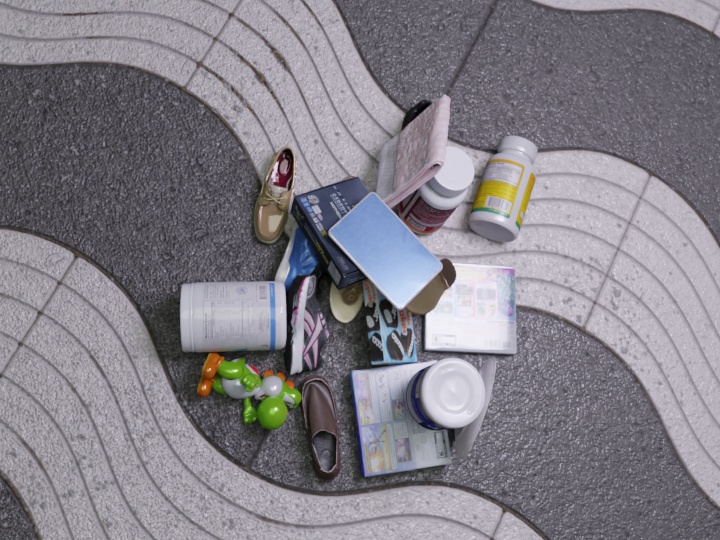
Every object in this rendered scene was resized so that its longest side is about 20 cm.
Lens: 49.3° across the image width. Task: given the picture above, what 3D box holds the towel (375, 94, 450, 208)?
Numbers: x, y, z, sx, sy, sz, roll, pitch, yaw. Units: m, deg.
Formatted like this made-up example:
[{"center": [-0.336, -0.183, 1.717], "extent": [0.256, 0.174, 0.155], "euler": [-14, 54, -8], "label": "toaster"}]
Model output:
[{"center": [0.099, -0.225, 1.522], "extent": [0.032, 0.190, 0.203], "euler": [33, 44, -25], "label": "towel"}]

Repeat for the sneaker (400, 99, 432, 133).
[{"center": [0.104, -0.270, 1.652], "extent": [0.074, 0.091, 0.205], "euler": [17, 77, -5], "label": "sneaker"}]

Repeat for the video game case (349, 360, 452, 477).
[{"center": [0.077, 0.291, 1.550], "extent": [0.177, 0.045, 0.205], "euler": [-5, 79, -11], "label": "video game case"}]

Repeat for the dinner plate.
[{"center": [0.213, 0.258, 1.499], "extent": [0.024, 0.200, 0.204], "euler": [20, 75, 0], "label": "dinner plate"}]

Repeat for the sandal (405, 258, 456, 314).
[{"center": [0.116, 0.042, 1.552], "extent": [0.211, 0.069, 0.079], "euler": [-33, 94, -51], "label": "sandal"}]

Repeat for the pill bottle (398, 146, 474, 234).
[{"center": [0.151, -0.159, 1.571], "extent": [0.107, 0.200, 0.112], "euler": [5, 69, -13], "label": "pill bottle"}]

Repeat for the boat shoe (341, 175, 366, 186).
[{"center": [-0.029, -0.102, 1.606], "extent": [0.070, 0.065, 0.204], "euler": [11, 57, -9], "label": "boat shoe"}]

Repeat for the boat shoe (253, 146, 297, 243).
[{"center": [-0.173, -0.158, 1.596], "extent": [0.072, 0.066, 0.205], "euler": [11, 77, -6], "label": "boat shoe"}]

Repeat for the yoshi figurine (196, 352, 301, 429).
[{"center": [-0.212, 0.239, 1.492], "extent": [0.196, 0.112, 0.115], "euler": [19, 91, -7], "label": "yoshi figurine"}]

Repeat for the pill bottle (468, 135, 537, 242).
[{"center": [0.305, -0.174, 1.651], "extent": [0.110, 0.113, 0.204], "euler": [21, 76, -4], "label": "pill bottle"}]

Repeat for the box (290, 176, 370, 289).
[{"center": [-0.022, -0.076, 1.516], "extent": [0.155, 0.051, 0.202], "euler": [-19, 64, -29], "label": "box"}]

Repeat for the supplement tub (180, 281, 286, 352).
[{"center": [-0.241, 0.088, 1.500], "extent": [0.195, 0.132, 0.136], "euler": [-1, 78, -8], "label": "supplement tub"}]

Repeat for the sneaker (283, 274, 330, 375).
[{"center": [-0.099, 0.102, 1.537], "extent": [0.084, 0.080, 0.205], "euler": [1, 109, -21], "label": "sneaker"}]

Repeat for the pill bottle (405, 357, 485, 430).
[{"center": [0.146, 0.232, 1.447], "extent": [0.116, 0.200, 0.123], "euler": [2, 77, -9], "label": "pill bottle"}]

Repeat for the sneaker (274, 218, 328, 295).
[{"center": [-0.092, -0.043, 1.577], "extent": [0.109, 0.077, 0.204], "euler": [19, 80, 2], "label": "sneaker"}]

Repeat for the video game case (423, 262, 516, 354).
[{"center": [0.228, 0.077, 1.631], "extent": [0.195, 0.024, 0.187], "euler": [3, 77, -7], "label": "video game case"}]

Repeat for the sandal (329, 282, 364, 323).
[{"center": [-0.005, -0.002, 1.587], "extent": [0.076, 0.070, 0.216], "euler": [23, 76, -3], "label": "sandal"}]

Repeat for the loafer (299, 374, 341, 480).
[{"center": [-0.070, 0.299, 1.512], "extent": [0.071, 0.071, 0.205], "euler": [-12, 80, -11], "label": "loafer"}]

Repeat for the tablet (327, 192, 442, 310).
[{"center": [0.047, -0.038, 1.460], "extent": [0.130, 0.014, 0.200], "euler": [-41, 83, -21], "label": "tablet"}]

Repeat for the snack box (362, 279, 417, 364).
[{"center": [0.057, 0.083, 1.561], "extent": [0.115, 0.037, 0.205], "euler": [8, 72, -53], "label": "snack box"}]
